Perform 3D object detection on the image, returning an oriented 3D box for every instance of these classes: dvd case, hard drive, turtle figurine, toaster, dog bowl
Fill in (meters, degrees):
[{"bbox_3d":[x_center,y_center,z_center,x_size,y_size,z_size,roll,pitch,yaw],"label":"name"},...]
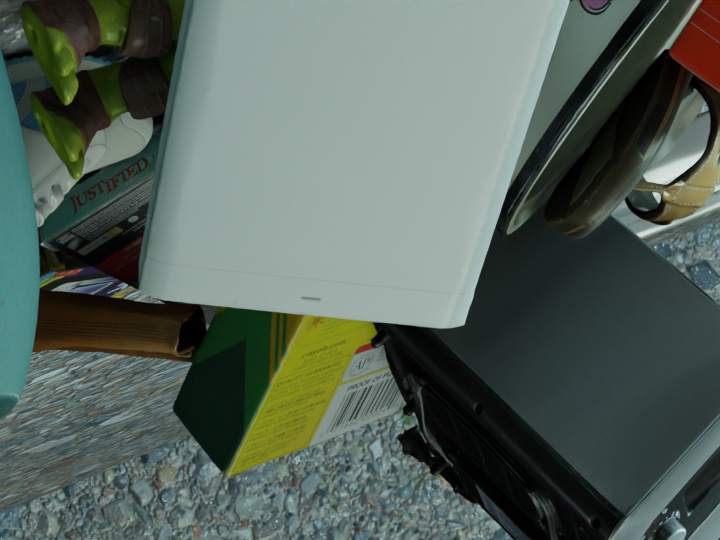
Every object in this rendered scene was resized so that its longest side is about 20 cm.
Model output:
[{"bbox_3d":[-0.046,-0.026,0.958,0.145,0.022,0.200,-31,150,17],"label":"dvd case"},{"bbox_3d":[-0.002,-0.066,0.702,0.131,0.026,0.201,6,130,-12],"label":"hard drive"},{"bbox_3d":[-0.048,-0.102,0.746,0.160,0.065,0.200,-22,165,-18],"label":"turtle figurine"},{"bbox_3d":[0.100,0.067,0.916,0.118,0.200,0.181,-40,148,-11],"label":"toaster"},{"bbox_3d":[0.094,-0.115,0.801,0.200,0.074,0.200,-50,174,-8],"label":"dog bowl"}]

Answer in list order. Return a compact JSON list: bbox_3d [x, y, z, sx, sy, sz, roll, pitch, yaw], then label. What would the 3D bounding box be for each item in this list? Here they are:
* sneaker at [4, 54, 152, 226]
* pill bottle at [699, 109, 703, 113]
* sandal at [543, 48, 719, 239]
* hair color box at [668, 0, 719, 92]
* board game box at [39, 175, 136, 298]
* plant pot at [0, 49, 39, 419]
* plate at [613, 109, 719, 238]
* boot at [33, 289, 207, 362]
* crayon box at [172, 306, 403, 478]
[{"bbox_3d":[-0.157,-0.039,0.803,0.076,0.081,0.199,-30,171,36],"label":"sneaker"},{"bbox_3d":[0.139,-0.107,1.092,0.113,0.115,0.200,-23,172,4],"label":"pill bottle"},{"bbox_3d":[0.130,-0.049,0.837,0.082,0.054,0.200,-53,173,15],"label":"sandal"},{"bbox_3d":[0.207,-0.155,0.772,0.201,0.061,0.101,-58,171,16],"label":"hair color box"},{"bbox_3d":[-0.209,0.011,1.095,0.199,0.057,0.165,-27,174,24],"label":"board game box"},{"bbox_3d":[-0.189,-0.011,0.591,0.199,0.162,0.201,-22,172,-3],"label":"plant pot"},{"bbox_3d":[0.177,-0.051,1.029,0.198,0.033,0.200,-22,173,8],"label":"plate"},{"bbox_3d":[-0.179,0.029,0.899,0.198,0.069,0.188,8,174,8],"label":"boot"},{"bbox_3d":[0.000,0.000,0.924,0.126,0.051,0.201,-16,145,-43],"label":"crayon box"}]
